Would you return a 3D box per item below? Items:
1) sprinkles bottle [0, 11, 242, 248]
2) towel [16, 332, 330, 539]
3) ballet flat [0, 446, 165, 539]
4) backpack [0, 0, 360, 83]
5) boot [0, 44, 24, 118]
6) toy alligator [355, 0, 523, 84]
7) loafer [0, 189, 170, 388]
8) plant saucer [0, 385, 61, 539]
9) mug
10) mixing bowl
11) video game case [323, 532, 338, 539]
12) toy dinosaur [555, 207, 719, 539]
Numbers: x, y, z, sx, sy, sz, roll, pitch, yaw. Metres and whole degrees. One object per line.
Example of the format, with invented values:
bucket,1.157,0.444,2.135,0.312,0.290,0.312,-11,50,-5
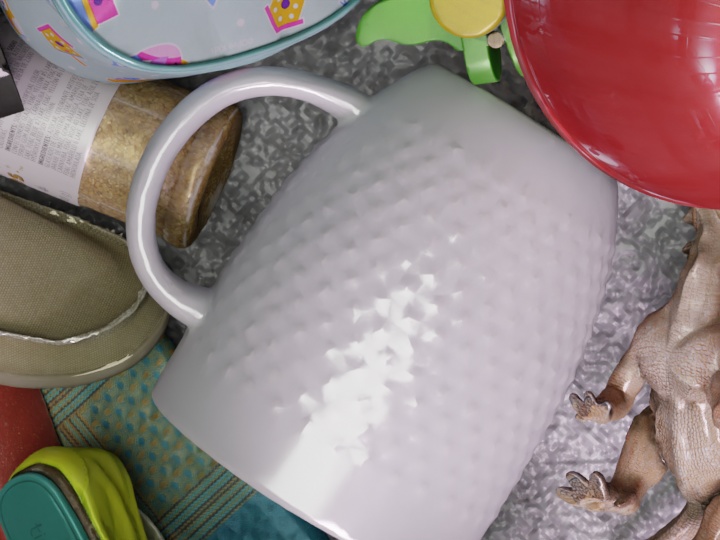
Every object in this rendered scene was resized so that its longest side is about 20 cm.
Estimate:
sprinkles bottle,-0.153,-0.076,0.985,0.199,0.068,0.068,22,103,4
towel,-0.106,0.114,1.025,0.147,0.022,0.200,-40,82,12
ballet flat,-0.092,0.167,0.977,0.067,0.067,0.201,-23,85,30
backpack,-0.074,-0.174,0.902,0.175,0.153,0.201,-23,108,-28
boot,-0.241,-0.125,0.919,0.157,0.079,0.212,-22,79,-6
toy alligator,0.092,-0.120,0.872,0.200,0.059,0.054,-29,97,16
loafer,-0.177,-0.008,0.974,0.199,0.076,0.068,14,147,5
plant saucer,-0.224,0.119,1.027,0.199,0.037,0.201,-22,87,15
mug,0.000,0.000,0.932,0.200,0.148,0.176,31,93,-9
mixing bowl,0.158,-0.098,0.808,0.199,0.108,0.201,-4,113,-10
video game case,-0.038,0.232,1.050,0.182,0.022,0.200,-33,94,13
toy dinosaur,0.152,0.049,0.961,0.086,0.136,0.201,20,129,26
